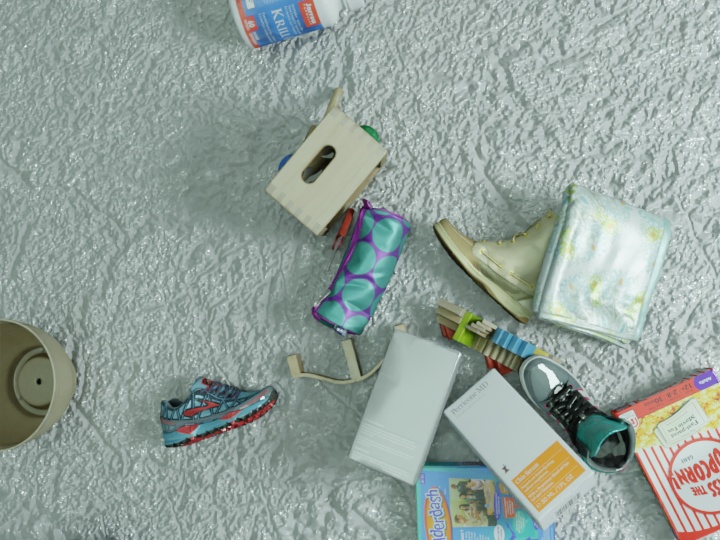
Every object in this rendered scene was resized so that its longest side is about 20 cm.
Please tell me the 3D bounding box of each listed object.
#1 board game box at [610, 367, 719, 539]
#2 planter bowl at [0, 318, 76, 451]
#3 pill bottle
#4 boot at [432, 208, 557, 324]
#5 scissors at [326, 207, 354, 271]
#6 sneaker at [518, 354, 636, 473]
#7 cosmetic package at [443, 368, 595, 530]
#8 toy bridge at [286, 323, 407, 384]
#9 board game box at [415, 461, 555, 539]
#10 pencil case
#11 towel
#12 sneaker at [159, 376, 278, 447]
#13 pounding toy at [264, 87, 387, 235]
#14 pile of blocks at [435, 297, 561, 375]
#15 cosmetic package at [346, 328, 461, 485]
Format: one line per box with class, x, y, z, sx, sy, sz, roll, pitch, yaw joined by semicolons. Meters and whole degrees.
board game box;0.470;0.260;1.072;0.151;0.046;0.201;-27;81;7
planter bowl;-0.543;0.179;1.217;0.199;0.135;0.201;-1;85;10
pill bottle;-0.100;-0.433;1.207;0.199;0.112;0.113;-14;82;10
boot;0.222;-0.041;1.132;0.200;0.073;0.155;45;94;9
scissors;-0.031;-0.049;1.121;0.014;0.200;0.073;26;102;-2
sneaker;0.304;0.204;1.045;0.084;0.121;0.200;-43;96;-3
cosmetic package;0.220;0.248;1.066;0.101;0.071;0.200;-40;57;-5
toy bridge;-0.011;0.139;1.180;0.199;0.027;0.067;-16;83;8
board game box;0.182;0.359;1.115;0.199;0.045;0.153;-2;84;10
pencil case;0.000;0.000;1.160;0.092;0.085;0.201;26;88;-28
towel;0.344;-0.003;1.083;0.171;0.048;0.201;18;87;-19
sneaker;-0.228;0.206;1.187;0.199;0.079;0.096;-21;79;7
pounding toy;-0.049;-0.173;1.152;0.142;0.184;0.200;40;93;-1
pile of blocks;0.192;0.112;1.118;0.199;0.082;0.062;27;89;11
cosmetic package;0.066;0.195;1.097;0.106;0.090;0.201;21;81;13
